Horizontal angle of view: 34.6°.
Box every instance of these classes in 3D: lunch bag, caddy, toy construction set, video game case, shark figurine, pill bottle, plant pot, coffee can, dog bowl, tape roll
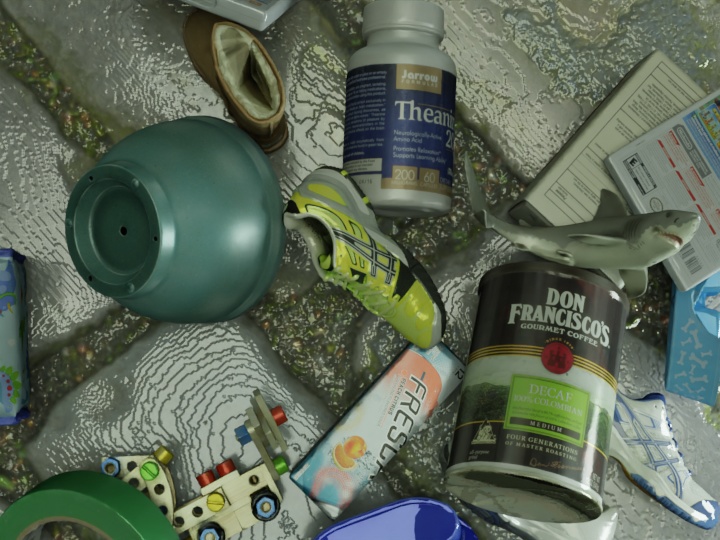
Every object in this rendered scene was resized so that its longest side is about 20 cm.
[{"bbox_3d":[-0.423,0.068,1.107,0.197,0.127,0.172,-3,86,-11],"label":"lunch bag"},{"bbox_3d":[0.028,0.301,1.113,0.198,0.105,0.143,-18,70,-6],"label":"caddy"},{"bbox_3d":[-0.147,0.201,1.127,0.198,0.092,0.132,-28,87,8],"label":"toy construction set"},{"bbox_3d":[0.345,-0.092,1.079,0.199,0.018,0.144,-31,88,-8],"label":"video game case"},{"bbox_3d":[0.199,-0.046,1.057,0.212,0.129,0.090,8,61,15],"label":"shark figurine"},{"bbox_3d":[0.039,-0.158,1.139,0.109,0.111,0.203,2,86,-1],"label":"pill bottle"},{"bbox_3d":[-0.186,-0.042,1.071,0.198,0.134,0.203,4,98,31],"label":"plant pot"},{"bbox_3d":[-0.154,-0.287,1.107,0.180,0.200,0.022,21,113,0],"label":"video game case"},{"bbox_3d":[0.165,0.114,1.069,0.145,0.147,0.202,13,67,0],"label":"coffee can"},{"bbox_3d":[0.332,0.030,1.139,0.049,0.111,0.203,6,86,13],"label":"dog bowl"},{"bbox_3d":[-0.259,0.293,1.094,0.198,0.048,0.203,5,105,17],"label":"tape roll"}]

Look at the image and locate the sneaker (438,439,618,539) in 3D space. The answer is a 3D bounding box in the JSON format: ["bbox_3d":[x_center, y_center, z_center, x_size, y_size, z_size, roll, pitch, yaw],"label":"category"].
[{"bbox_3d":[0.166,0.223,1.146,0.199,0.074,0.088,35,74,-6],"label":"sneaker"}]

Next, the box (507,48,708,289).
[{"bbox_3d":[0.261,-0.094,1.141,0.128,0.109,0.200,43,86,0],"label":"box"}]

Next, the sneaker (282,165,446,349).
[{"bbox_3d":[0.000,0.000,1.085,0.200,0.075,0.076,49,53,1],"label":"sneaker"}]

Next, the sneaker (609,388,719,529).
[{"bbox_3d":[0.288,0.169,1.142,0.200,0.075,0.088,41,86,1],"label":"sneaker"}]

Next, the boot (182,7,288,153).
[{"bbox_3d":[-0.119,-0.200,1.094,0.066,0.200,0.176,-35,88,-3],"label":"boot"}]

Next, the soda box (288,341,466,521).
[{"bbox_3d":[0.019,0.149,1.138,0.064,0.068,0.200,42,85,2],"label":"soda box"}]
